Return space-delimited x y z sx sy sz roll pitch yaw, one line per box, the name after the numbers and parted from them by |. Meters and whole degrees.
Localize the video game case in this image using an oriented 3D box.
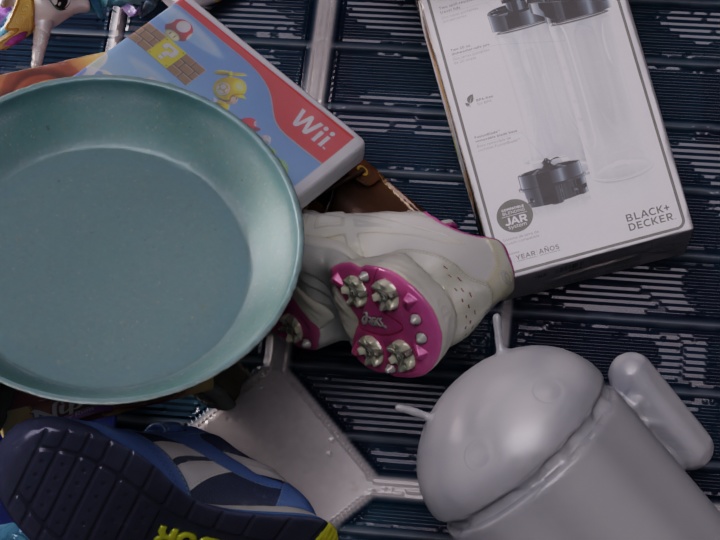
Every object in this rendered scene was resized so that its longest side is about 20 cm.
-0.116 -0.051 1.110 0.143 0.017 0.200 40 62 20 | video game case

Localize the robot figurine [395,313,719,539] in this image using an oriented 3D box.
0.107 0.120 1.070 0.170 0.113 0.200 -43 99 -21 | robot figurine

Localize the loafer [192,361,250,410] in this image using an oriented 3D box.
-0.114 -0.010 1.192 0.070 0.075 0.200 -33 68 -2 | loafer

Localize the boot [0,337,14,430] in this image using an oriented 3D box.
-0.284 0.082 1.017 0.198 0.162 0.073 -42 52 18 | boot

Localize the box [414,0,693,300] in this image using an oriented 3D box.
0.106 -0.096 1.189 0.116 0.060 0.201 -16 77 1 | box

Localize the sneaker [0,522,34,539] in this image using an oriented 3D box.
-0.206 0.220 1.090 0.081 0.077 0.200 29 104 -8 | sneaker

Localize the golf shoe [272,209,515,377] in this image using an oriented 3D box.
0.000 0.000 1.128 0.091 0.076 0.200 -29 32 -31 | golf shoe

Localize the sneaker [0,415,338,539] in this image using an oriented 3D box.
-0.108 0.118 1.096 0.074 0.200 0.082 -56 35 14 | sneaker

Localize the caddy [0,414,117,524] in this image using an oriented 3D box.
-0.227 0.089 1.150 0.199 0.105 0.142 -11 69 3 | caddy

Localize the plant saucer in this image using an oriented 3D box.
-0.128 -0.010 1.047 0.199 0.036 0.201 3 55 -4 | plant saucer

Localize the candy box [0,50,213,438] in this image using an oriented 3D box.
-0.160 -0.017 1.129 0.116 0.057 0.201 -13 58 -11 | candy box

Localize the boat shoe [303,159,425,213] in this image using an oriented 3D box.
-0.025 -0.041 1.196 0.200 0.068 0.072 35 77 18 | boat shoe

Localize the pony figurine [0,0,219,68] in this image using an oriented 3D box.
-0.158 -0.226 1.257 0.199 0.167 0.194 -21 75 -18 | pony figurine
